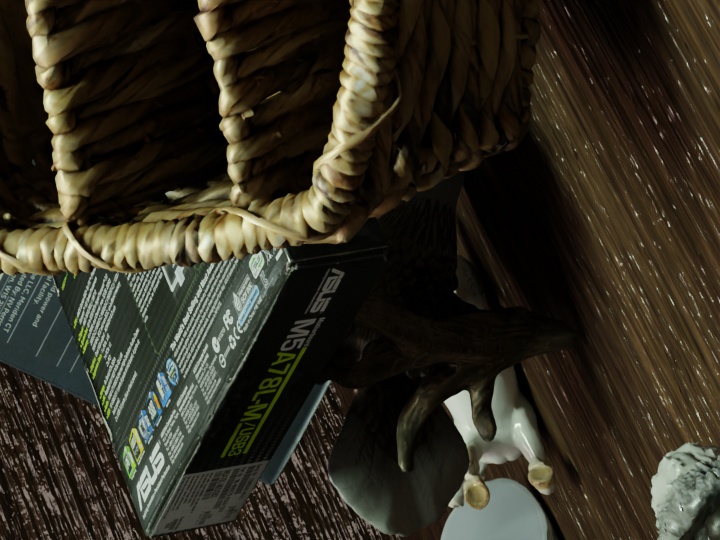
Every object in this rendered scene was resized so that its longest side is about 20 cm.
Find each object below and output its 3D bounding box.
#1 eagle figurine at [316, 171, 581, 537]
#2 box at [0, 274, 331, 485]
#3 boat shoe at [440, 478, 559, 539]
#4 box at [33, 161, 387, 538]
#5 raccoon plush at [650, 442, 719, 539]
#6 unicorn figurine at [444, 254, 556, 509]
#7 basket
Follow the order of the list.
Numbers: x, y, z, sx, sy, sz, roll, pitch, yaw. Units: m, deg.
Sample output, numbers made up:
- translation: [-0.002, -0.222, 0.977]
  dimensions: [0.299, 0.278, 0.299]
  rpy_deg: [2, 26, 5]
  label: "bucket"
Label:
- translation: [0.005, -0.006, 0.962]
  dimensions: [0.200, 0.151, 0.152]
  rpy_deg: [39, 164, 54]
  label: "eagle figurine"
- translation: [-0.118, 0.005, 1.204]
  dimensions: [0.199, 0.108, 0.148]
  rpy_deg: [26, -171, -17]
  label: "box"
- translation: [0.095, 0.201, 1.245]
  dimensions: [0.065, 0.073, 0.201]
  rpy_deg: [52, -164, -39]
  label: "boat shoe"
- translation: [-0.071, -0.029, 0.869]
  dimensions: [0.194, 0.047, 0.200]
  rpy_deg: [68, 150, 28]
  label: "box"
- translation: [0.087, 0.147, 0.649]
  dimensions: [0.200, 0.133, 0.097]
  rpy_deg: [-124, 10, -66]
  label: "raccoon plush"
- translation: [0.054, 0.063, 1.135]
  dimensions: [0.138, 0.073, 0.202]
  rpy_deg: [-99, 2, -70]
  label: "unicorn figurine"
- translation: [-0.049, -0.103, 0.584]
  dimensions: [0.142, 0.148, 0.202]
  rpy_deg: [14, 120, 51]
  label: "basket"
